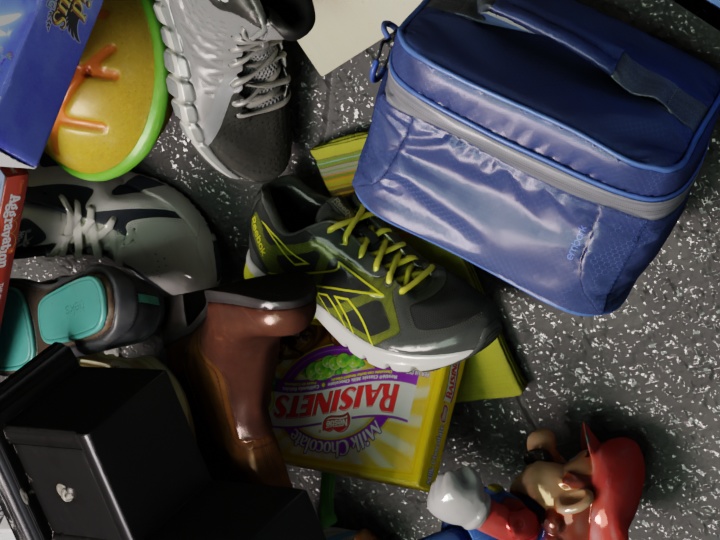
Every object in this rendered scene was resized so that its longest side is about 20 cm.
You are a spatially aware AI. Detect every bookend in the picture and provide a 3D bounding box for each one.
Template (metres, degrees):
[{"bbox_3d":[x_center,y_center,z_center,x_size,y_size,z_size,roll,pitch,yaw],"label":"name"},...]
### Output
[{"bbox_3d":[-0.118,0.155,1.179,0.199,0.092,0.199,1,119,40],"label":"bookend"}]

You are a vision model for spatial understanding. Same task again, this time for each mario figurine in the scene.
[{"bbox_3d":[0.086,0.147,1.225,0.199,0.123,0.106,-20,109,-7],"label":"mario figurine"}]

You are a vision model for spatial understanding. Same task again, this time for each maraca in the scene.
[{"bbox_3d":[-0.181,-0.158,1.243,0.137,0.107,0.201,-21,80,35],"label":"maraca"}]

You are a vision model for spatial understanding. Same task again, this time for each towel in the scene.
[{"bbox_3d":[0.039,-0.002,1.251,0.086,0.018,0.201,-9,114,42],"label":"towel"}]

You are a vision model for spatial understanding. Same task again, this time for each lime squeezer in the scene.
[{"bbox_3d":[-0.047,0.111,1.346,0.200,0.071,0.038,41,168,45],"label":"lime squeezer"}]

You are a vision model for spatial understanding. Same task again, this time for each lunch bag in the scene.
[{"bbox_3d":[0.096,-0.087,1.072,0.199,0.136,0.133,26,128,8],"label":"lunch bag"}]

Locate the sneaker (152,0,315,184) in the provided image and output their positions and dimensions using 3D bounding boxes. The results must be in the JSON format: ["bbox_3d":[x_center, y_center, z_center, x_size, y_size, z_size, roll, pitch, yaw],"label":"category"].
[{"bbox_3d":[-0.066,-0.132,1.165,0.115,0.075,0.201,16,136,46],"label":"sneaker"}]

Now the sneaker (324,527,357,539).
[{"bbox_3d":[-0.047,0.232,1.329,0.080,0.200,0.077,3,110,30],"label":"sneaker"}]

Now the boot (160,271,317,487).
[{"bbox_3d":[-0.066,0.107,1.217,0.188,0.068,0.201,-12,90,54],"label":"boot"}]

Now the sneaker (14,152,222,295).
[{"bbox_3d":[-0.201,-0.028,1.313,0.199,0.130,0.080,43,134,3],"label":"sneaker"}]

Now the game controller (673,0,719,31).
[{"bbox_3d":[0.216,-0.152,1.006,0.200,0.042,0.104,35,166,9],"label":"game controller"}]

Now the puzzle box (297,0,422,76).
[{"bbox_3d":[-0.030,-0.230,1.146,0.133,0.025,0.200,-26,101,41],"label":"puzzle box"}]

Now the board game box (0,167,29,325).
[{"bbox_3d":[-0.265,-0.009,1.267,0.103,0.019,0.201,46,133,36],"label":"board game box"}]

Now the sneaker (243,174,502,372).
[{"bbox_3d":[0.000,0.000,1.213,0.199,0.074,0.085,19,131,31],"label":"sneaker"}]

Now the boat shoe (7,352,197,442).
[{"bbox_3d":[-0.176,0.090,1.304,0.200,0.063,0.073,27,130,53],"label":"boat shoe"}]

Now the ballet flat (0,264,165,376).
[{"bbox_3d":[-0.204,0.035,1.298,0.200,0.073,0.073,-11,111,45],"label":"ballet flat"}]

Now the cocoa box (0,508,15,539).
[{"bbox_3d":[-0.189,0.176,1.410,0.199,0.132,0.133,-6,137,35],"label":"cocoa box"}]

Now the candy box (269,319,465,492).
[{"bbox_3d":[-0.025,0.084,1.287,0.199,0.026,0.103,6,79,36],"label":"candy box"}]

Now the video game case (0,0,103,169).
[{"bbox_3d":[-0.232,-0.165,1.190,0.181,0.201,0.045,6,162,46],"label":"video game case"}]
